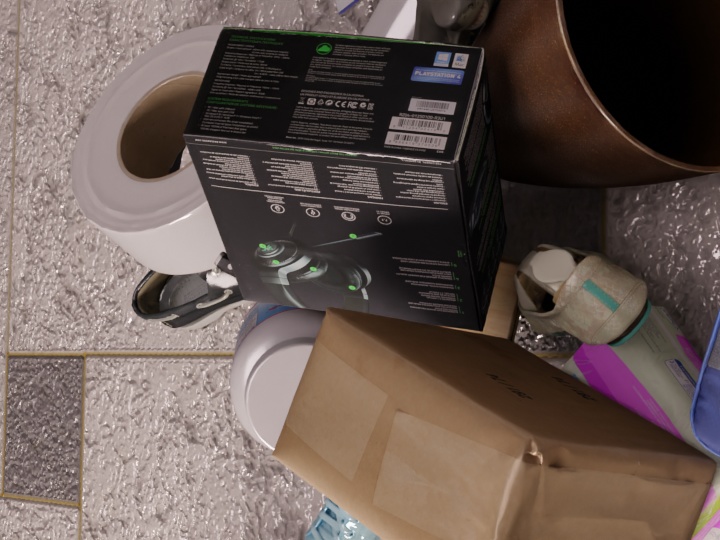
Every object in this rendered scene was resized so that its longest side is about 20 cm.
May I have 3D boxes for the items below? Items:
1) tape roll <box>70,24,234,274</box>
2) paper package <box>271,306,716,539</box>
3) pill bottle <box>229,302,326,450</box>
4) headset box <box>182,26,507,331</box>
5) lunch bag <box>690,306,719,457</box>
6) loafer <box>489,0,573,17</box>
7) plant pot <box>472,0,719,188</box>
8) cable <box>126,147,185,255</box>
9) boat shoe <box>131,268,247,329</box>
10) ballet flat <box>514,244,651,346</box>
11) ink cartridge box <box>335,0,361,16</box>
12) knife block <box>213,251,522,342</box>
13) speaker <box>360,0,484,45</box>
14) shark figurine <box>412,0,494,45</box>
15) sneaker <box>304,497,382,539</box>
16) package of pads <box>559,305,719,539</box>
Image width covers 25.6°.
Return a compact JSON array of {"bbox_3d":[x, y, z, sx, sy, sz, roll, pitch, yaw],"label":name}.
[{"bbox_3d":[-0.136,-0.099,1.288,0.202,0.071,0.203,-17,54,24],"label":"tape roll"},{"bbox_3d":[0.080,0.114,0.954,0.200,0.190,0.104,29,102,45],"label":"paper package"},{"bbox_3d":[-0.042,0.076,1.182,0.200,0.109,0.109,-112,33,-81],"label":"pill bottle"},{"bbox_3d":[-0.001,-0.052,1.030,0.174,0.200,0.093,6,57,15],"label":"headset box"},{"bbox_3d":[0.291,0.070,0.874,0.200,0.132,0.136,21,102,47],"label":"lunch bag"},{"bbox_3d":[0.162,-0.224,1.093,0.200,0.073,0.071,-25,57,40],"label":"loafer"},{"bbox_3d":[0.149,-0.129,1.032,0.200,0.187,0.187,-24,68,60],"label":"plant pot"},{"bbox_3d":[-0.133,-0.088,1.353,0.200,0.051,0.163,-41,51,10],"label":"cable"},{"bbox_3d":[-0.124,-0.002,1.378,0.200,0.060,0.076,-39,58,37],"label":"boat shoe"},{"bbox_3d":[0.134,0.006,1.035,0.067,0.062,0.200,-53,8,-5],"label":"ballet flat"},{"bbox_3d":[0.035,-0.330,1.251,0.196,0.043,0.200,-30,68,40],"label":"ink cartridge box"},{"bbox_3d":[0.000,0.000,1.150,0.200,0.175,0.064,23,105,60],"label":"knife block"},{"bbox_3d":[0.024,-0.140,1.197,0.081,0.081,0.200,42,108,41],"label":"speaker"},{"bbox_3d":[0.037,-0.169,1.096,0.128,0.089,0.215,-62,3,-30],"label":"shark figurine"},{"bbox_3d":[-0.002,0.162,1.183,0.200,0.082,0.074,-54,41,7],"label":"sneaker"},{"bbox_3d":[0.168,0.144,1.047,0.200,0.068,0.155,-54,50,30],"label":"package of pads"}]
